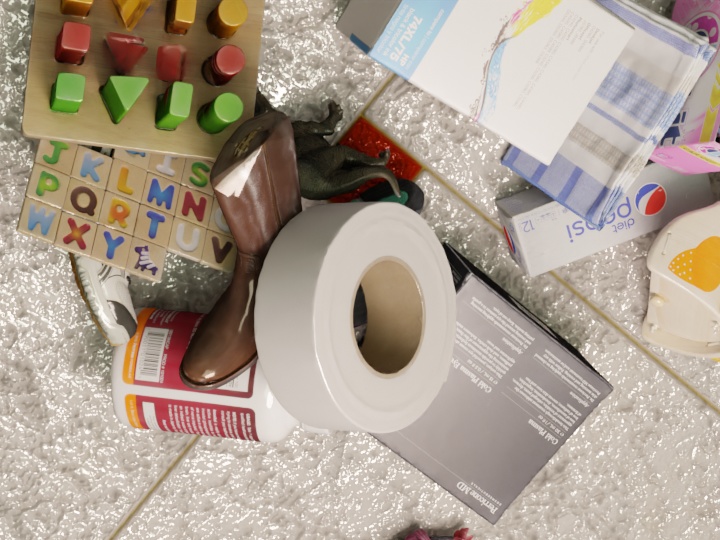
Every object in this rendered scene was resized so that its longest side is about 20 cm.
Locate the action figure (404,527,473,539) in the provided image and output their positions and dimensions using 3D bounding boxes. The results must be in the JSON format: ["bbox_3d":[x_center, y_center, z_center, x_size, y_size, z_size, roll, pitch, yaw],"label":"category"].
[{"bbox_3d":[0.029,0.320,1.649,0.200,0.134,0.149,-38,70,-11],"label":"action figure"}]

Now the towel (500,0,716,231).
[{"bbox_3d":[0.225,-0.153,1.492,0.024,0.147,0.200,16,108,-48],"label":"towel"}]

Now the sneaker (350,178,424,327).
[{"bbox_3d":[0.000,0.000,1.539,0.200,0.074,0.087,-45,129,13],"label":"sneaker"}]

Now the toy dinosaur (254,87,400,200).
[{"bbox_3d":[-0.039,-0.096,1.456,0.102,0.200,0.077,-25,142,-27],"label":"toy dinosaur"}]

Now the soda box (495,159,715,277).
[{"bbox_3d":[0.237,-0.065,1.562,0.199,0.063,0.068,-22,110,-5],"label":"soda box"}]

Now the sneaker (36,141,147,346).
[{"bbox_3d":[-0.222,-0.036,1.436,0.087,0.076,0.201,-16,86,-16],"label":"sneaker"}]

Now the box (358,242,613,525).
[{"bbox_3d":[0.106,0.110,1.571,0.200,0.104,0.182,39,96,-21],"label":"box"}]

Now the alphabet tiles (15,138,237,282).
[{"bbox_3d":[-0.193,-0.073,1.429,0.200,0.008,0.168,21,60,-23],"label":"alphabet tiles"}]

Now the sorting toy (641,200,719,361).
[{"bbox_3d":[0.354,-0.022,1.551,0.107,0.200,0.180,25,74,17],"label":"sorting toy"}]

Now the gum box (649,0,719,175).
[{"bbox_3d":[0.335,-0.194,1.478,0.066,0.113,0.201,21,80,-26],"label":"gum box"}]

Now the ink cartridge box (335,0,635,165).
[{"bbox_3d":[0.109,-0.217,1.437,0.200,0.147,0.146,29,100,-19],"label":"ink cartridge box"}]

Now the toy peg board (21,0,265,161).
[{"bbox_3d":[-0.176,-0.205,1.371,0.199,0.098,0.200,7,87,-15],"label":"toy peg board"}]

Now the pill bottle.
[{"bbox_3d":[-0.120,0.099,1.480,0.199,0.113,0.113,6,109,9],"label":"pill bottle"}]

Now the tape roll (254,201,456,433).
[{"bbox_3d":[0.000,0.041,1.403,0.202,0.071,0.203,2,88,-51],"label":"tape roll"}]

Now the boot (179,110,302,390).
[{"bbox_3d":[-0.108,-0.018,1.371,0.187,0.064,0.200,-54,154,-31],"label":"boot"}]
